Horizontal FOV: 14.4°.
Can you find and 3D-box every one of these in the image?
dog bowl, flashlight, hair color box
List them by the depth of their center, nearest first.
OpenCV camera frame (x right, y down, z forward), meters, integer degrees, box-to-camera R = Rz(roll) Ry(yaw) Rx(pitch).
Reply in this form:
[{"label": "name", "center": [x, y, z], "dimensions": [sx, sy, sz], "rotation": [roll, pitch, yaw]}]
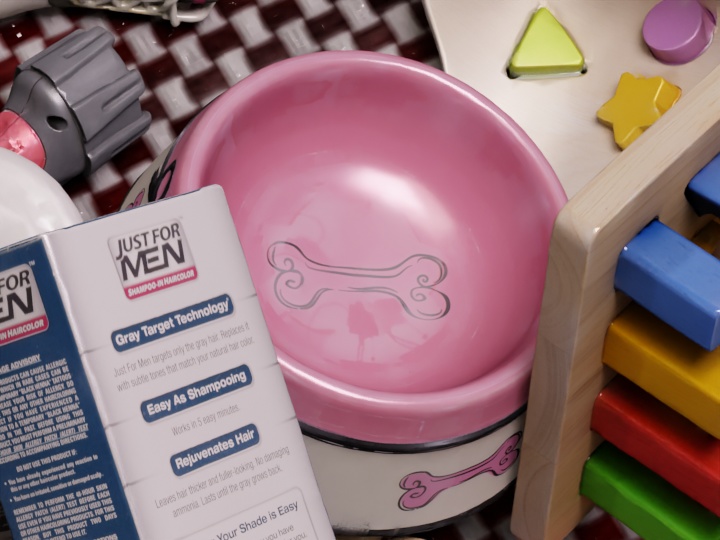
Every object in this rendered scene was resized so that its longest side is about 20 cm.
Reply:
[{"label": "hair color box", "center": [-0.067, 0.080, 0.979], "dimensions": [0.100, 0.060, 0.201], "rotation": [-18, 91, -54]}, {"label": "dog bowl", "center": [0.000, 0.000, 1.130], "dimensions": [0.199, 0.074, 0.201], "rotation": [9, 56, -13]}, {"label": "flashlight", "center": [-0.178, -0.034, 1.189], "dimensions": [0.200, 0.068, 0.068], "rotation": [-38, 104, -25]}]

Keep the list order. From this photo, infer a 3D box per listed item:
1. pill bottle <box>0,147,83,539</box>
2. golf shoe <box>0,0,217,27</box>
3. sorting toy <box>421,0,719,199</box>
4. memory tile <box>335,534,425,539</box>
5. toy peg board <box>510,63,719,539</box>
[{"label": "pill bottle", "center": [-0.153, 0.040, 1.108], "dimensions": [0.110, 0.200, 0.111], "rotation": [1, 66, -2]}, {"label": "golf shoe", "center": [-0.108, -0.146, 1.261], "dimensions": [0.199, 0.077, 0.088], "rotation": [-28, 78, -13]}, {"label": "sorting toy", "center": [0.110, -0.071, 1.221], "dimensions": [0.199, 0.107, 0.181], "rotation": [13, 79, 38]}, {"label": "memory tile", "center": [-0.044, 0.171, 1.118], "dimensions": [0.199, 0.017, 0.154], "rotation": [-35, 65, 2]}, {"label": "toy peg board", "center": [0.164, 0.013, 1.108], "dimensions": [0.098, 0.200, 0.200], "rotation": [34, 56, 23]}]
